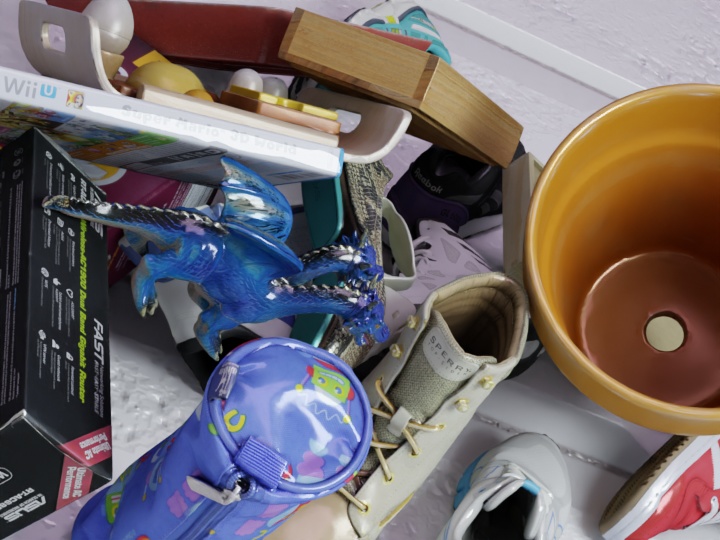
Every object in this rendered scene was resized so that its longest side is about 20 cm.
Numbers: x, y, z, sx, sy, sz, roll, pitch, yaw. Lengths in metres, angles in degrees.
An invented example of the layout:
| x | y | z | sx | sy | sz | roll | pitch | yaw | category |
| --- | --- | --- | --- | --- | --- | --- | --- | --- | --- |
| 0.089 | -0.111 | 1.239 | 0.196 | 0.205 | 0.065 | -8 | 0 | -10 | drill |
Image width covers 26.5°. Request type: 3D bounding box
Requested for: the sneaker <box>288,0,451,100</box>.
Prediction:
| x | y | z | sx | sy | sz | roll | pitch | yaw | category |
| --- | --- | --- | --- | --- | --- | --- | --- | --- | --- |
| 0.013 | -0.164 | 1.214 | 0.080 | 0.077 | 0.200 | 50 | 39 | 3 | sneaker |

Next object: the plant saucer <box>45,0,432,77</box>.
| x | y | z | sx | sy | sz | roll | pitch | yaw | category |
| --- | --- | --- | --- | --- | --- | --- | --- | --- | --- |
| -0.083 | -0.158 | 1.060 | 0.200 | 0.037 | 0.199 | 8 | 6 | 32 | plant saucer |

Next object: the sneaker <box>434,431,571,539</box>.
| x | y | z | sx | sy | sz | roll | pitch | yaw | category |
| --- | --- | --- | --- | --- | --- | --- | --- | --- | --- |
| 0.090 | 0.146 | 0.899 | 0.075 | 0.087 | 0.200 | 35 | 34 | 5 | sneaker |

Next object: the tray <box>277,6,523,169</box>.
| x | y | z | sx | sy | sz | roll | pitch | yaw | category |
| --- | --- | --- | --- | --- | --- | --- | --- | --- | --- |
| 0.032 | -0.112 | 0.985 | 0.098 | 0.037 | 0.200 | 22 | 1 | 21 | tray |

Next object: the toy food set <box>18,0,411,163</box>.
| x | y | z | sx | sy | sz | roll | pitch | yaw | category |
| --- | --- | --- | --- | --- | --- | --- | --- | --- | --- |
| -0.086 | -0.115 | 0.879 | 0.200 | 0.061 | 0.143 | 12 | 6 | -30 | toy food set |

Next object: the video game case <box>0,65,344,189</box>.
| x | y | z | sx | sy | sz | roll | pitch | yaw | category |
| --- | --- | --- | --- | --- | --- | --- | --- | --- | --- |
| -0.128 | -0.073 | 0.811 | 0.200 | 0.143 | 0.018 | 11 | 85 | -28 | video game case |

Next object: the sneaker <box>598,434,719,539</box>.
| x | y | z | sx | sy | sz | roll | pitch | yaw | category |
| --- | --- | --- | --- | --- | --- | --- | --- | --- | --- |
| 0.248 | 0.154 | 1.022 | 0.200 | 0.071 | 0.113 | -32 | 81 | -40 | sneaker |

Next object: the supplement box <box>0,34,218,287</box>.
| x | y | z | sx | sy | sz | roll | pitch | yaw | category |
| --- | --- | --- | --- | --- | --- | --- | --- | --- | --- |
| -0.170 | -0.058 | 0.935 | 0.110 | 0.086 | 0.200 | 37 | 36 | 6 | supplement box |

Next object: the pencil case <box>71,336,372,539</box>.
| x | y | z | sx | sy | sz | roll | pitch | yaw | category |
| --- | --- | --- | --- | --- | --- | --- | --- | --- | --- |
| -0.072 | 0.106 | 0.727 | 0.078 | 0.200 | 0.087 | 42 | 47 | -3 | pencil case |

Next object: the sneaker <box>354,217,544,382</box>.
| x | y | z | sx | sy | sz | roll | pitch | yaw | category |
| --- | --- | --- | --- | --- | --- | --- | --- | --- | --- |
| 0.032 | 0.020 | 1.021 | 0.200 | 0.076 | 0.115 | 4 | 36 | -49 | sneaker |

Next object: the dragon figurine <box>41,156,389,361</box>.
| x | y | z | sx | sy | sz | roll | pitch | yaw | category |
| --- | --- | --- | --- | --- | --- | --- | --- | --- | --- |
| -0.066 | -0.015 | 0.777 | 0.200 | 0.099 | 0.059 | 42 | 25 | -38 | dragon figurine |

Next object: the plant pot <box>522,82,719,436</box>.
| x | y | z | sx | sy | sz | roll | pitch | yaw | category |
| --- | --- | --- | --- | --- | --- | --- | --- | --- | --- |
| 0.197 | 0.014 | 0.939 | 0.200 | 0.183 | 0.201 | -1 | 71 | 3 | plant pot |

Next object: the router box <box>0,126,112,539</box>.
| x | y | z | sx | sy | sz | roll | pitch | yaw | category |
| --- | --- | --- | --- | --- | --- | --- | --- | --- | --- |
| -0.197 | 0.044 | 0.736 | 0.062 | 0.150 | 0.200 | 47 | 22 | -40 | router box |

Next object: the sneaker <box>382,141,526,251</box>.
| x | y | z | sx | sy | sz | roll | pitch | yaw | category |
| --- | --- | --- | --- | --- | --- | --- | --- | --- | --- |
| 0.089 | -0.077 | 1.153 | 0.076 | 0.088 | 0.200 | 39 | 36 | 9 | sneaker |

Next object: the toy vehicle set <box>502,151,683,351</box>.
| x | y | z | sx | sy | sz | roll | pitch | yaw | category |
| --- | --- | --- | --- | --- | --- | --- | --- | --- | --- |
| 0.178 | 0.016 | 1.111 | 0.200 | 0.026 | 0.124 | 41 | 31 | -23 | toy vehicle set |

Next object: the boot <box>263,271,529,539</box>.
| x | y | z | sx | sy | sz | roll | pitch | yaw | category |
| --- | --- | --- | --- | --- | --- | --- | --- | --- | --- |
| 0.014 | 0.091 | 0.841 | 0.072 | 0.155 | 0.200 | 40 | 40 | 5 | boot |

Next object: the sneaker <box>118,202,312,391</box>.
| x | y | z | sx | sy | sz | roll | pitch | yaw | category |
| --- | --- | --- | --- | --- | --- | --- | --- | --- | --- |
| -0.067 | 0.024 | 0.935 | 0.199 | 0.080 | 0.115 | -5 | 77 | -64 | sneaker |

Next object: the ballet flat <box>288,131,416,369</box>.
| x | y | z | sx | sy | sz | roll | pitch | yaw | category |
| --- | --- | --- | --- | --- | --- | --- | --- | --- | --- |
| 0.000 | 0.000 | 0.902 | 0.075 | 0.068 | 0.200 | 24 | 43 | -21 | ballet flat |
